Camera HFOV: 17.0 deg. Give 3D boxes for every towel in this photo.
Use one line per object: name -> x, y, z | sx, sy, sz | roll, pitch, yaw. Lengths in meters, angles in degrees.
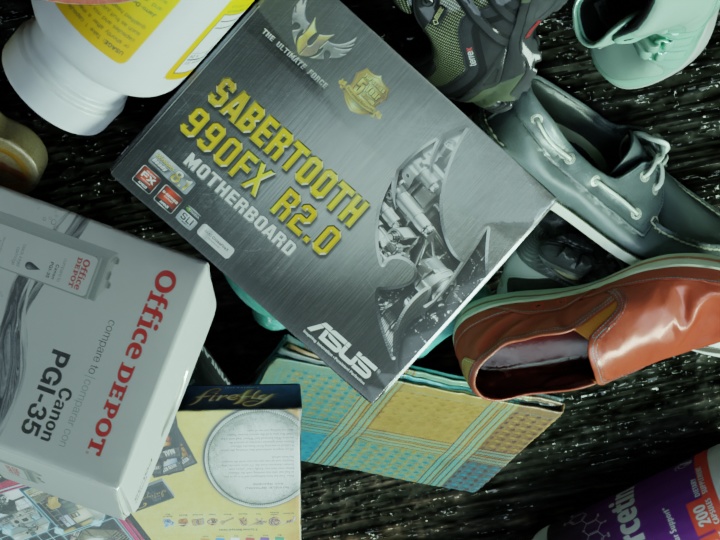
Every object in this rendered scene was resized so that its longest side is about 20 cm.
towel -> 0.014, 0.096, 1.565 | 0.200, 0.022, 0.147 | 12, 150, -19

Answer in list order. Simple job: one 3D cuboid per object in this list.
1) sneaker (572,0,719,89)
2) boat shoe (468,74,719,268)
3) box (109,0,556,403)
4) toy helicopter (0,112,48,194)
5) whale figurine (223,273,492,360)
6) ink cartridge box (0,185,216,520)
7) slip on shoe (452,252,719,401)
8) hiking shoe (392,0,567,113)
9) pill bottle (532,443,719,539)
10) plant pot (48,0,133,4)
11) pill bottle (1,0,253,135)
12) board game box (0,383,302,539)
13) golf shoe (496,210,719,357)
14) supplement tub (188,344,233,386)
sneaker -> 0.145, -0.147, 1.316 | 0.118, 0.074, 0.200 | -27, 168, -27
boat shoe -> 0.157, -0.056, 1.450 | 0.200, 0.073, 0.062 | 26, 126, -20
box -> -0.015, -0.049, 1.349 | 0.200, 0.048, 0.158 | 42, 94, -8
toy helicopter -> -0.255, -0.113, 1.340 | 0.132, 0.079, 0.200 | -21, 122, 37
whale figurine -> 0.000, 0.000, 1.455 | 0.159, 0.104, 0.200 | -34, 129, 19
ink cartridge box -> -0.198, 0.035, 1.359 | 0.200, 0.147, 0.083 | 19, 163, 4
slip on shoe -> 0.153, 0.039, 1.448 | 0.199, 0.061, 0.074 | -11, 132, 13
hiking shoe -> 0.065, -0.172, 1.336 | 0.100, 0.076, 0.200 | 5, 130, -16
pill bottle -> 0.194, 0.206, 1.649 | 0.200, 0.113, 0.112 | -28, 128, 15
plant pot -> -0.131, -0.266, 1.152 | 0.200, 0.196, 0.201 | -4, 131, -4
pill bottle -> -0.109, -0.166, 1.300 | 0.104, 0.104, 0.200 | 29, 121, -28
board game box -> -0.134, 0.136, 1.433 | 0.199, 0.035, 0.136 | 0, 114, -3
golf shoe -> 0.180, 0.020, 1.525 | 0.200, 0.078, 0.095 | 24, 134, -17
supplement tub -> -0.143, 0.070, 1.479 | 0.107, 0.107, 0.200 | -27, 113, 15
